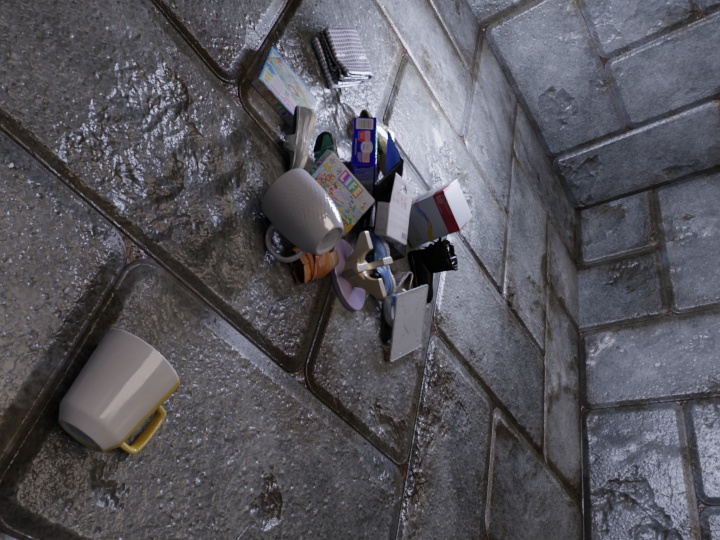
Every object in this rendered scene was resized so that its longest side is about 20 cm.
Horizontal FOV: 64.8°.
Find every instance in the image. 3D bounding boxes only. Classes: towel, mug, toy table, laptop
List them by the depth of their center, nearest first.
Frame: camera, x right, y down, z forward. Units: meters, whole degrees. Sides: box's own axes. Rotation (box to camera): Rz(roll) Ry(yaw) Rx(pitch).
[{"bbox_3d":[-0.387,0.216,0.922,0.187,0.148,0.154,49,49,-21],"label":"mug"},{"bbox_3d":[-0.145,-0.110,1.355,0.175,0.200,0.148,45,3,19],"label":"mug"},{"bbox_3d":[0.000,0.000,1.572,0.183,0.115,0.204,-34,103,-54],"label":"toy table"},{"bbox_3d":[0.064,-0.270,1.691,0.200,0.115,0.189,-46,155,-28],"label":"laptop"},{"bbox_3d":[-0.050,-0.676,1.796,0.199,0.084,0.169,-31,101,-55],"label":"towel"}]

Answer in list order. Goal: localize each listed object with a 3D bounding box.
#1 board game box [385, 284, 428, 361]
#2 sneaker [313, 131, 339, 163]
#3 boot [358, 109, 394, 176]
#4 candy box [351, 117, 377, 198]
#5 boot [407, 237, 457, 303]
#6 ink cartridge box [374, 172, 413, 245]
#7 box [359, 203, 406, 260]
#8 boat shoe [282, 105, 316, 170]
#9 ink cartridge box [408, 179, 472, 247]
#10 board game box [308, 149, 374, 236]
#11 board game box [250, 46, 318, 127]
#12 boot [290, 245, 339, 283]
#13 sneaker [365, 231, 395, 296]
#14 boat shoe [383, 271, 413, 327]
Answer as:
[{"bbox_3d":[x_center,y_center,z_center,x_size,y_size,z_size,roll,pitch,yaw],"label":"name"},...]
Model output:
[{"bbox_3d":[0.141,0.154,1.720,0.198,0.025,0.205,-14,112,-56],"label":"board game box"},{"bbox_3d":[-0.080,-0.293,1.627,0.087,0.073,0.205,-24,108,-65],"label":"sneaker"},{"bbox_3d":[0.053,-0.411,1.849,0.154,0.071,0.204,27,51,-48],"label":"boot"},{"bbox_3d":[0.011,-0.314,1.661,0.201,0.075,0.173,93,0,-64],"label":"candy box"},{"bbox_3d":[0.250,-0.001,1.884,0.073,0.160,0.203,-14,88,-53],"label":"boot"},{"bbox_3d":[0.102,-0.178,1.684,0.199,0.044,0.181,17,80,-69],"label":"ink cartridge box"},{"bbox_3d":[0.077,-0.151,1.803,0.199,0.043,0.163,38,47,-40],"label":"box"},{"bbox_3d":[-0.172,-0.339,1.503,0.070,0.070,0.206,15,79,-20],"label":"boat shoe"},{"bbox_3d":[0.250,-0.192,1.931,0.145,0.197,0.147,-41,107,-53],"label":"ink cartridge box"},{"bbox_3d":[-0.066,-0.209,1.550,0.135,0.034,0.200,-49,126,-2],"label":"board game box"},{"bbox_3d":[-0.202,-0.487,1.550,0.200,0.034,0.137,44,44,-37],"label":"board game box"},{"bbox_3d":[-0.133,-0.075,1.453,0.154,0.073,0.204,-30,99,-52],"label":"boot"},{"bbox_3d":[0.045,-0.017,1.676,0.089,0.077,0.204,-21,95,-58],"label":"sneaker"},{"bbox_3d":[0.122,0.080,1.752,0.071,0.068,0.203,45,44,-35],"label":"boat shoe"}]
